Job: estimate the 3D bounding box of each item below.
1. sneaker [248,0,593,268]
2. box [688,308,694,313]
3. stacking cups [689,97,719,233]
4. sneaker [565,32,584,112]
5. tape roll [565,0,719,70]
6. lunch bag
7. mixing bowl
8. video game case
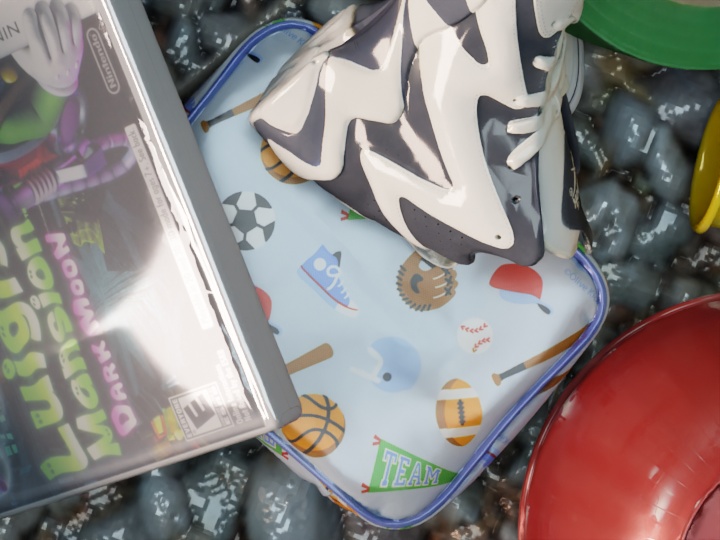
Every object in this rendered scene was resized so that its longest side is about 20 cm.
[{"bbox_3d":[0.065,-0.069,1.002,0.199,0.080,0.130,-38,105,29],"label":"sneaker"},{"bbox_3d":[0.186,0.128,1.116,0.157,0.050,0.200,14,92,-1],"label":"box"},{"bbox_3d":[0.240,-0.027,1.110,0.200,0.061,0.061,10,92,-4],"label":"stacking cups"},{"bbox_3d":[0.038,-0.148,1.092,0.073,0.071,0.200,-22,92,1],"label":"sneaker"},{"bbox_3d":[0.135,-0.182,1.063,0.200,0.048,0.201,-7,106,-24],"label":"tape roll"},{"bbox_3d":[0.000,0.000,1.097,0.200,0.076,0.160,41,89,-1],"label":"lunch bag"},{"bbox_3d":[0.164,0.110,1.037,0.200,0.108,0.201,0,92,-1],"label":"mixing bowl"},{"bbox_3d":[-0.130,-0.010,1.068,0.182,0.023,0.200,-20,93,37],"label":"video game case"}]
